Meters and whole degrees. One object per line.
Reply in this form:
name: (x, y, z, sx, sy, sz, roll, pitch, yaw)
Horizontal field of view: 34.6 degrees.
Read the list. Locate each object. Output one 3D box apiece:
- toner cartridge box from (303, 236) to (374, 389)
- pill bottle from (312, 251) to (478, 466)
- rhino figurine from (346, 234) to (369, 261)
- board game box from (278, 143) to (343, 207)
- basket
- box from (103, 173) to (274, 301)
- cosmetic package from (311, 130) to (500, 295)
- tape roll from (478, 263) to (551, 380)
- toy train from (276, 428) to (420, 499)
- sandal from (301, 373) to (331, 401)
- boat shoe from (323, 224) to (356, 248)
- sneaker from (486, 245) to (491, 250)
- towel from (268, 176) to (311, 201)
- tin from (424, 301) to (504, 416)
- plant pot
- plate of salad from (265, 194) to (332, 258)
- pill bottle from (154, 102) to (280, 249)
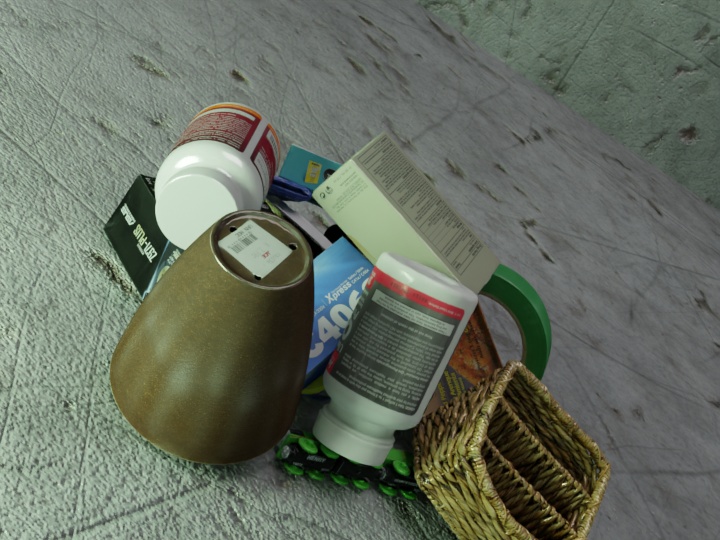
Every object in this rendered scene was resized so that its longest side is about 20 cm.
toner cartridge box: (-0.060, 0.061, 1.226, 0.200, 0.043, 0.095, -40, 72, -22)
pill bottle: (0.029, 0.091, 1.172, 0.111, 0.200, 0.111, 25, 7, -3)
rhino figurine: (0.000, 0.000, 1.368, 0.087, 0.200, 0.060, 4, 26, -2)
board game box: (-0.004, -0.094, 1.490, 0.200, 0.047, 0.151, 22, -3, -2)
basket: (0.170, 0.224, 1.244, 0.200, 0.149, 0.143, 49, 19, -21)
box: (-0.163, -0.010, 1.309, 0.200, 0.086, 0.164, 9, 36, -49)
cosmetic package: (0.052, -0.045, 1.268, 0.200, 0.071, 0.105, 49, 35, -2)
tape roll: (0.134, 0.085, 1.429, 0.200, 0.200, 0.048, 39, 24, 0)
toy train: (-0.007, 0.200, 1.220, 0.200, 0.042, 0.056, 20, 20, -37)
sandal: (0.001, 0.086, 1.291, 0.200, 0.087, 0.080, -23, 66, -14)
boat shoe: (0.008, -0.026, 1.506, 0.075, 0.075, 0.202, 47, -18, -23)
sneaker: (0.084, 0.014, 1.577, 0.075, 0.200, 0.082, -71, 154, -46)
towel: (-0.146, -0.120, 1.469, 0.145, 0.024, 0.200, 20, -1, -16)
tin: (0.096, 0.092, 1.338, 0.042, 0.112, 0.200, 106, -34, -79)
plant pot: (-0.119, 0.045, 1.061, 0.187, 0.200, 0.187, 13, 45, -14)
plate of salad: (-0.076, -0.031, 1.480, 0.200, 0.048, 0.200, 42, -7, 6)
pill bottle: (-0.153, -0.098, 1.230, 0.113, 0.113, 0.200, 35, 24, -10)
